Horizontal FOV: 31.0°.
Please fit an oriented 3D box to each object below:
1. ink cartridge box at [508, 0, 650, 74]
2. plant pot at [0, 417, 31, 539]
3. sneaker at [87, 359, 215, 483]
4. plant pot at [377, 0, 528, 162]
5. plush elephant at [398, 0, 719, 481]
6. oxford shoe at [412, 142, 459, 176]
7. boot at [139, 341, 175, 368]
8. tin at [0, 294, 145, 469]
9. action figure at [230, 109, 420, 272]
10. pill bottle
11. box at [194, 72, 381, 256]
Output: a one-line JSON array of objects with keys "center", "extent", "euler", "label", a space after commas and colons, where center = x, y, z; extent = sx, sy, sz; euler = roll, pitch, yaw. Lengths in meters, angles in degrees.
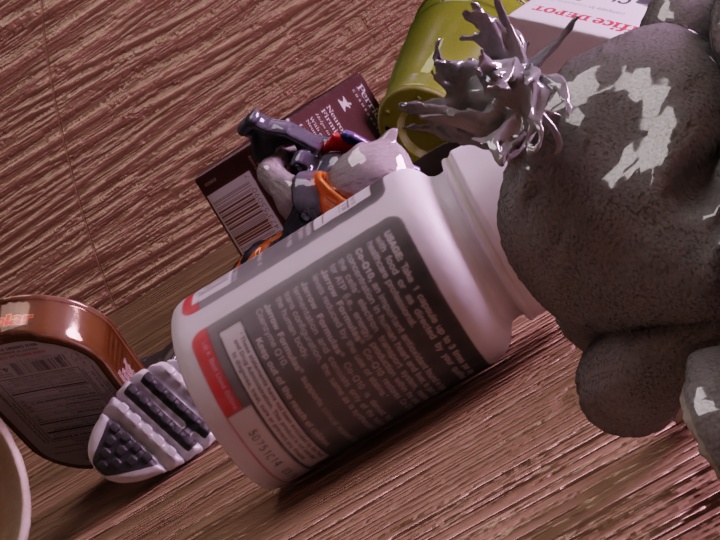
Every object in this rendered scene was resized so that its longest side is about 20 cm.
[{"center": [0.234, -0.195, 1.052], "extent": [0.145, 0.084, 0.199], "euler": [22, 45, 38], "label": "ink cartridge box"}, {"center": [-0.359, 0.189, 0.907], "extent": [0.183, 0.201, 0.200], "euler": [-40, 0, 40], "label": "plant pot"}, {"center": [-0.119, 0.092, 0.963], "extent": [0.199, 0.075, 0.081], "euler": [-39, -9, -33], "label": "sneaker"}, {"center": [0.115, -0.217, 1.581], "extent": [0.199, 0.201, 0.194], "euler": [-24, 23, 45], "label": "plant pot"}, {"center": [0.124, -0.011, 0.355], "extent": [0.199, 0.154, 0.167], "euler": [11, -75, -51], "label": "plush elephant"}, {"center": [0.127, -0.091, 1.113], "extent": [0.197, 0.072, 0.071], "euler": [-18, 5, 12], "label": "oxford shoe"}, {"center": [-0.172, 0.080, 1.206], "extent": [0.173, 0.070, 0.200], "euler": [-24, 13, 44], "label": "boot"}, {"center": [-0.218, 0.089, 0.965], "extent": [0.110, 0.201, 0.042], "euler": [-7, 54, 13], "label": "tin"}, {"center": [0.000, 0.000, 0.791], "extent": [0.105, 0.197, 0.195], "euler": [-74, 5, -46], "label": "action figure"}, {"center": [0.009, 0.019, 0.690], "extent": [0.198, 0.115, 0.114], "euler": [-30, 8, 8], "label": "pill bottle"}, {"center": [-0.058, -0.107, 1.567], "extent": [0.163, 0.167, 0.200], "euler": [-27, 9, 34], "label": "box"}]
